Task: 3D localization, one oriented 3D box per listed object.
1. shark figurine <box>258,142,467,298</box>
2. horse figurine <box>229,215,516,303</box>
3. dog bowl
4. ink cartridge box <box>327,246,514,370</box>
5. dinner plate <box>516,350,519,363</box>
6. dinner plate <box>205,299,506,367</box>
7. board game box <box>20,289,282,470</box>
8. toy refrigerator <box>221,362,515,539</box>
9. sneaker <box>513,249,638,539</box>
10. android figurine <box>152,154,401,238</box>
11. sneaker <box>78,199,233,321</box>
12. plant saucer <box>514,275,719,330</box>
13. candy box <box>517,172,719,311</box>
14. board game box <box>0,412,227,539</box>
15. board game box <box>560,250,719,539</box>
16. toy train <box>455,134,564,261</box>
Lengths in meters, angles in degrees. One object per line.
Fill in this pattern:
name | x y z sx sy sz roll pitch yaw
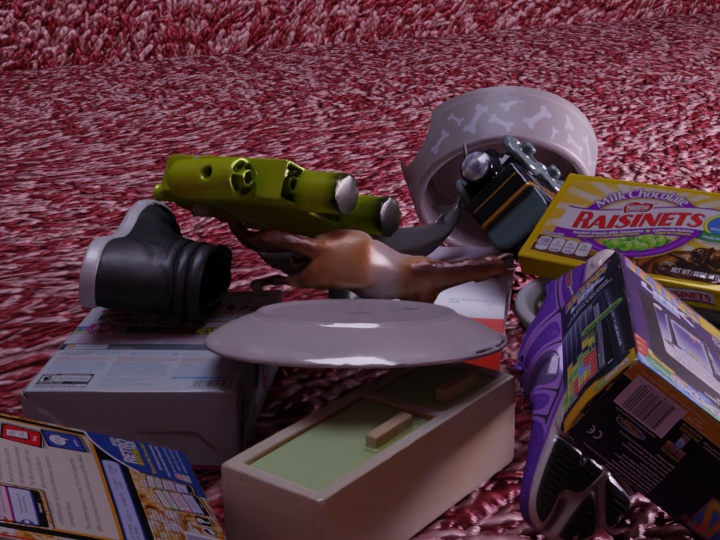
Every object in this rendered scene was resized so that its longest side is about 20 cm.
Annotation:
shark figurine | 0.024 -0.040 1.000 0.214 0.090 0.128 -19 38 -17
horse figurine | 0.000 0.000 0.869 0.200 0.050 0.133 15 -18 -28
dog bowl | 0.140 -0.091 1.135 0.200 0.200 0.059 -1 52 1
ink cartridge box | 0.050 0.026 0.996 0.162 0.057 0.200 2 14 10
dinner plate | 0.219 0.077 0.864 0.200 0.024 0.200 -1 18 0
dinner plate | -0.003 0.038 0.759 0.200 0.024 0.200 1 5 0
board game box | -0.143 0.074 0.843 0.147 0.064 0.200 1 20 6
toy refrigerator | 0.012 0.114 0.697 0.076 0.070 0.200 12 22 37
sneaker | 0.134 0.082 0.719 0.083 0.081 0.200 -25 34 45
android figurine | -0.074 -0.054 0.896 0.200 0.041 0.182 5 -10 33
sneaker | -0.145 -0.005 0.891 0.099 0.071 0.200 11 14 1
plant saucer | 0.215 0.045 0.847 0.200 0.050 0.200 -2 19 1
candy box | 0.229 -0.023 0.865 0.200 0.026 0.102 12 50 35
board game box | -0.175 0.126 0.597 0.200 0.046 0.151 18 10 -25
board game box | 0.199 0.092 0.605 0.200 0.057 0.165 38 19 -4
toy train | 0.165 -0.043 1.029 0.200 0.085 0.114 28 26 -48
